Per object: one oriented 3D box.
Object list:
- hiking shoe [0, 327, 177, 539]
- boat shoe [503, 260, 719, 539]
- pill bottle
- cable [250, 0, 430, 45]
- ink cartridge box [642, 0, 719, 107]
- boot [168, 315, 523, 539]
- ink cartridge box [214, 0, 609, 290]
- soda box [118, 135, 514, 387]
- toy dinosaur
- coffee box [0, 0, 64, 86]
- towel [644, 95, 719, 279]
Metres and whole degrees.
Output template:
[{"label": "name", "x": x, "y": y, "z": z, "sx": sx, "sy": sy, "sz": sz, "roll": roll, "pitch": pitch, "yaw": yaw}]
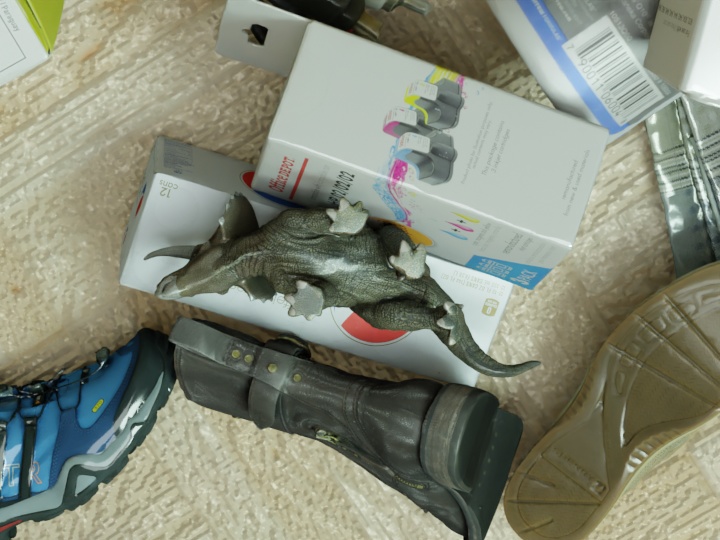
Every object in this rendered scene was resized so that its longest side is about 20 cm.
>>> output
[{"label": "hiking shoe", "x": -0.185, "y": 0.091, "z": 1.526, "sx": 0.200, "sy": 0.074, "sz": 0.087, "roll": -40, "pitch": 109, "yaw": 11}, {"label": "boat shoe", "x": 0.153, "y": 0.066, "z": 1.538, "sx": 0.071, "sy": 0.065, "sz": 0.200, "roll": 45, "pitch": 112, "yaw": 5}, {"label": "pill bottle", "x": 0.169, "y": -0.160, "z": 1.433, "sx": 0.200, "sy": 0.114, "sz": 0.114, "roll": -34, "pitch": 109, "yaw": 9}, {"label": "cable", "x": -0.058, "y": -0.171, "z": 1.451, "sx": 0.200, "sy": 0.050, "sz": 0.097, "roll": 36, "pitch": 140, "yaw": -11}, {"label": "ink cartridge box", "x": 0.231, "y": -0.167, "z": 1.332, "sx": 0.145, "sy": 0.084, "sz": 0.201, "roll": 13, "pitch": 100, "yaw": -12}, {"label": "boot", "x": -0.009, "y": 0.077, "z": 1.520, "sx": 0.174, "sy": 0.200, "sz": 0.069, "roll": 16, "pitch": 72, "yaw": 16}, {"label": "ink cartridge box", "x": 0.013, "y": -0.063, "z": 1.428, "sx": 0.199, "sy": 0.115, "sz": 0.068, "roll": 20, "pitch": 77, "yaw": -2}, {"label": "soda box", "x": -0.024, "y": -0.004, "z": 1.507, "sx": 0.199, "sy": 0.064, "sz": 0.068, "roll": 17, "pitch": 109, "yaw": -9}, {"label": "toy dinosaur", "x": 0.000, "y": 0.000, "z": 1.434, "sx": 0.199, "sy": 0.102, "sz": 0.077, "roll": 11, "pitch": 96, "yaw": -17}, {"label": "coffee box", "x": -0.271, "y": -0.164, "z": 1.358, "sx": 0.197, "sy": 0.200, "sz": 0.200, "roll": -28, "pitch": 108, "yaw": 7}, {"label": "towel", "x": 0.258, "y": -0.042, "z": 1.525, "sx": 0.199, "sy": 0.035, "sz": 0.193, "roll": -16, "pitch": 111, "yaw": 3}]
